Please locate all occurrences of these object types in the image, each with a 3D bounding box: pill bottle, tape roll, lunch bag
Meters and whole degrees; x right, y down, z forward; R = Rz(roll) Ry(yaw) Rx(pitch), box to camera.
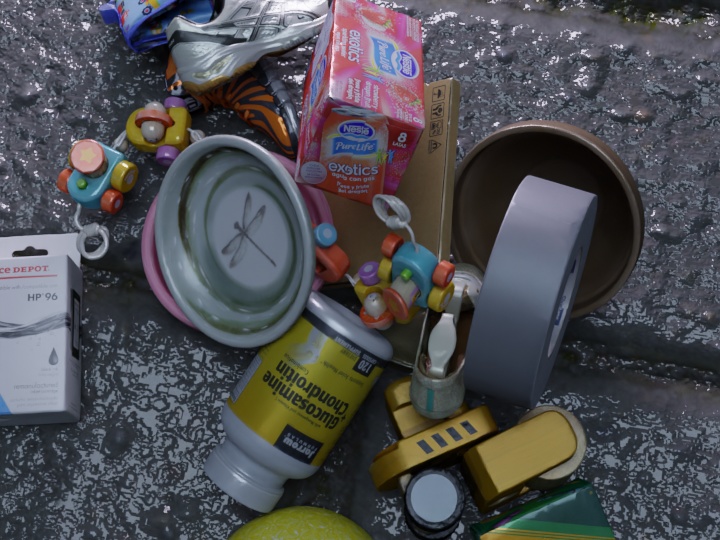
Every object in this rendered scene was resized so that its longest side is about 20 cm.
[{"bbox_3d":[-0.064,0.127,1.185,0.112,0.112,0.201,34,94,10],"label":"pill bottle"},{"bbox_3d":[0.154,0.020,1.109,0.066,0.200,0.202,17,75,13],"label":"tape roll"},{"bbox_3d":[-0.187,-0.314,1.311,0.198,0.094,0.151,-25,44,-1],"label":"lunch bag"}]

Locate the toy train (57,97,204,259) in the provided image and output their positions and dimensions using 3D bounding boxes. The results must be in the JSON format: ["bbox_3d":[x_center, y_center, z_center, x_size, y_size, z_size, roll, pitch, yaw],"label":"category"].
[{"bbox_3d":[-0.212,-0.101,1.238,0.198,0.056,0.151,-24,66,-1],"label":"toy train"}]

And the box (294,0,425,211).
[{"bbox_3d":[0.001,-0.163,1.161,0.095,0.100,0.201,16,38,-12],"label":"box"}]

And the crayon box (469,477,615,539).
[{"bbox_3d":[0.194,0.310,1.144,0.118,0.058,0.202,-22,89,-5],"label":"crayon box"}]

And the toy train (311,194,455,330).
[{"bbox_3d":[0.000,0.000,1.142,0.150,0.200,0.056,46,64,-15],"label":"toy train"}]

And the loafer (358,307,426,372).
[{"bbox_3d":[0.091,0.072,1.231,0.198,0.068,0.077,15,75,5],"label":"loafer"}]

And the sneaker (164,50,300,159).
[{"bbox_3d":[-0.137,-0.179,1.311,0.111,0.078,0.201,-31,65,-3],"label":"sneaker"}]

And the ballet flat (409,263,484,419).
[{"bbox_3d":[0.089,0.050,1.161,0.067,0.063,0.201,5,45,10],"label":"ballet flat"}]

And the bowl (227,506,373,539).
[{"bbox_3d":[-0.061,0.316,1.144,0.198,0.108,0.202,0,74,1],"label":"bowl"}]

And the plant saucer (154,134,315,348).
[{"bbox_3d":[-0.110,-0.029,1.170,0.199,0.050,0.202,10,106,36],"label":"plant saucer"}]

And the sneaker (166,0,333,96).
[{"bbox_3d":[-0.103,-0.255,1.241,0.199,0.076,0.088,-29,97,-22],"label":"sneaker"}]

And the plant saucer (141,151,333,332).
[{"bbox_3d":[-0.123,-0.025,1.267,0.198,0.051,0.203,-2,71,5],"label":"plant saucer"}]

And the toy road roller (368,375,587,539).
[{"bbox_3d":[0.102,0.161,1.178,0.198,0.123,0.147,-23,73,-5],"label":"toy road roller"}]

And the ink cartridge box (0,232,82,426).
[{"bbox_3d":[-0.345,0.051,1.245,0.115,0.068,0.202,-3,74,0],"label":"ink cartridge box"}]

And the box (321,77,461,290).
[{"bbox_3d":[0.026,-0.086,1.256,0.162,0.021,0.202,-8,70,39],"label":"box"}]

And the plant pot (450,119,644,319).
[{"bbox_3d":[0.192,-0.058,1.233,0.199,0.093,0.203,10,114,24],"label":"plant pot"}]
